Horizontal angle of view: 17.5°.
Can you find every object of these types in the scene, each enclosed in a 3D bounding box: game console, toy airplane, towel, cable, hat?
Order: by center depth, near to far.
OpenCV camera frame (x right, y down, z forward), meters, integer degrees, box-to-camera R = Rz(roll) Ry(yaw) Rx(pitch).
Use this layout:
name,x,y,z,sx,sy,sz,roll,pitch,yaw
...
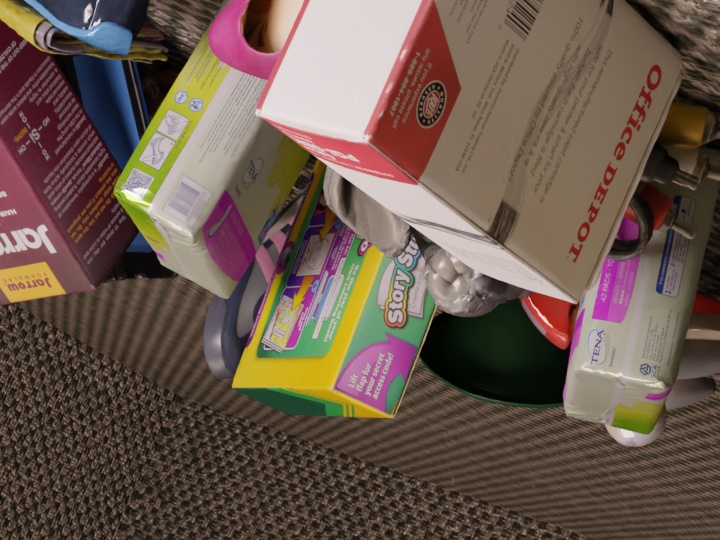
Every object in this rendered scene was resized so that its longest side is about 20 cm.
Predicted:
name,x,y,z,sx,sy,sz,roll,pitch,yaw
cable,0.112,-0.078,1.319,0.199,0.098,0.050,27,-159,7
towel,-0.229,-0.184,1.491,0.199,0.023,0.143,31,-163,23
toy airplane,0.221,0.061,1.638,0.199,0.142,0.198,32,167,-40
game console,-0.223,-0.081,1.688,0.169,0.202,0.118,-12,-175,5
hat,0.132,-0.002,1.883,0.164,0.177,0.200,17,-153,21

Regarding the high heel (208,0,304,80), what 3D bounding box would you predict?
name,x,y,z,sx,sy,sz,roll,pitch,yaw
high heel,-0.042,-0.151,1.306,0.095,0.068,0.199,18,171,-40

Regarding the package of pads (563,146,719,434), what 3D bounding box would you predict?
name,x,y,z,sx,sy,sz,roll,pitch,yaw
package of pads,0.169,0.007,1.429,0.068,0.156,0.200,12,169,5

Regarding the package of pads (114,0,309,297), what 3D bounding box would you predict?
name,x,y,z,sx,sy,sz,roll,pitch,yaw
package of pads,-0.082,-0.079,1.512,0.068,0.155,0.200,28,171,8

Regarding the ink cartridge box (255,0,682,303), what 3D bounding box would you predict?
name,x,y,z,sx,sy,sz,roll,pitch,yaw
ink cartridge box,0.059,-0.092,1.171,0.082,0.148,0.200,16,167,42

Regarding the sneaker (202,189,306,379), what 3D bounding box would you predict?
name,x,y,z,sx,sy,sz,roll,pitch,yaw
sneaker,-0.042,0.007,1.726,0.081,0.200,0.071,7,134,32

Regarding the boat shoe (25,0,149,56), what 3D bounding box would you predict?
name,x,y,z,sx,sy,sz,roll,pitch,yaw
boat shoe,-0.176,-0.191,1.414,0.084,0.069,0.200,16,-165,-47

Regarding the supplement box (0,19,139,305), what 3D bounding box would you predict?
name,x,y,z,sx,sy,sz,roll,pitch,yaw
supplement box,-0.248,-0.082,1.595,0.110,0.086,0.201,-9,123,35

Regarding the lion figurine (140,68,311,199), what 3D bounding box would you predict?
name,x,y,z,sx,sy,sz,roll,pitch,yaw
lion figurine,-0.108,-0.105,1.743,0.200,0.072,0.123,45,-173,-37

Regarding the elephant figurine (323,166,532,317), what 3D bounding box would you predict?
name,x,y,z,sx,sy,sz,roll,pitch,yaw
elephant figurine,0.039,-0.075,1.443,0.200,0.156,0.141,41,-146,10

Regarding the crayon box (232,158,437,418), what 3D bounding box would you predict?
name,x,y,z,sx,sy,sz,roll,pitch,yaw
crayon box,0.000,0.000,1.622,0.058,0.201,0.172,26,167,-23
